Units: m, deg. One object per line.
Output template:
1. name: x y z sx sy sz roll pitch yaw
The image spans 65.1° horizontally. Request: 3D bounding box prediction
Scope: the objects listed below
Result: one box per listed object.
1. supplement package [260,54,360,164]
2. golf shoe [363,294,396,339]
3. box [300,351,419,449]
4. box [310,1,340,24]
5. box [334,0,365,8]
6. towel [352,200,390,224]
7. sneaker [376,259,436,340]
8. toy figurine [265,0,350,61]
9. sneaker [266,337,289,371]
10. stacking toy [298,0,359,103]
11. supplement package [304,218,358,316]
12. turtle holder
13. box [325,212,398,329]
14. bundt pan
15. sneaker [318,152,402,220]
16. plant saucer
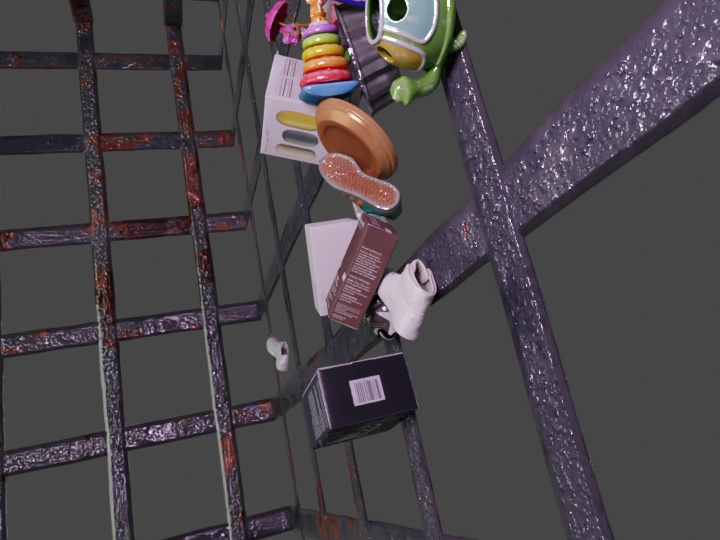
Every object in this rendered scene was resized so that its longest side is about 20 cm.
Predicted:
1. supplement package: -0.108 -0.344 1.236 0.154 0.194 0.154 109 167 -50
2. golf shoe: 0.035 0.107 1.204 0.200 0.076 0.097 134 115 -77
3. box: -0.008 0.278 1.194 0.197 0.194 0.127 121 137 -59
4. box: -0.031 -0.533 1.157 0.199 0.100 0.098 -177 80 -71
5. box: 0.011 -0.532 0.878 0.202 0.179 0.107 -63 37 41
6. towel: 0.021 -0.129 1.246 0.147 0.023 0.206 127 134 -61
7. sneaker: 0.089 0.023 1.056 0.201 0.072 0.118 -115 42 -55
8. toy figurine: -0.130 -0.554 1.311 0.152 0.179 0.204 110 147 -50
9. sneaker: -0.331 0.322 2.333 0.200 0.073 0.091 48 128 50
10. stacking toy: -0.074 -0.432 1.078 0.110 0.112 0.207 -151 52 -76
11. supplement package: -0.058 -0.012 1.329 0.121 0.116 0.207 -145 47 -76
12. turtle holder: 0.074 -0.367 0.865 0.142 0.128 0.190 -121 31 -47
13. box: 0.000 0.000 1.116 0.100 0.073 0.204 -112 46 -72
14. bundt pan: 0.020 -0.390 1.018 0.202 0.074 0.207 -21 -89 -85
15. sneaker: -0.001 -0.159 1.122 0.198 0.072 0.080 35 168 22
16. plant saucer: -0.015 -0.247 1.109 0.198 0.038 0.201 36 163 12
